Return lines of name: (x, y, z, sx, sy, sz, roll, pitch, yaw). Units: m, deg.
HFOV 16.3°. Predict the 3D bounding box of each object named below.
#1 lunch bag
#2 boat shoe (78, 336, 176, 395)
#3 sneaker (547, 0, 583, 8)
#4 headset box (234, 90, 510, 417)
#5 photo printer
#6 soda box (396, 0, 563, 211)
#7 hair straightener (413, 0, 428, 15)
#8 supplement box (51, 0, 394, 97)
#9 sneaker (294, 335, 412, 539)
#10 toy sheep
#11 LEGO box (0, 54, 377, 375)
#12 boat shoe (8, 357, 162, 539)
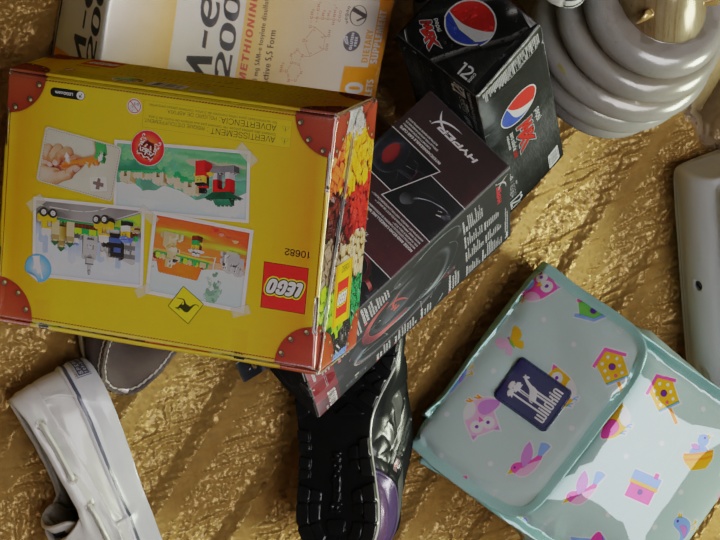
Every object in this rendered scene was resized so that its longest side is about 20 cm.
lunch bag: (0.153, 0.111, 1.754, 0.200, 0.122, 0.171, 36, 90, -17)
boat shoe: (-0.118, 0.011, 1.541, 0.072, 0.060, 0.200, 4, 133, -32)
sneaker: (0.091, -0.264, 1.577, 0.115, 0.076, 0.200, 3, 69, -3)
headset box: (0.000, 0.000, 1.577, 0.200, 0.075, 0.149, -44, 166, -8)
photo printer: (0.311, -0.001, 1.840, 0.166, 0.069, 0.200, -19, 116, -24)
soda box: (0.079, -0.110, 1.601, 0.063, 0.071, 0.200, -46, 160, -10)
hair straightener: (0.063, -0.236, 1.622, 0.077, 0.041, 0.200, -19, 110, -26)
supplement box: (-0.088, -0.122, 1.550, 0.200, 0.073, 0.126, 1, 106, -31)
sneaker: (0.000, 0.094, 1.696, 0.088, 0.076, 0.201, 4, 93, -68)
toy sheep: (0.170, -0.155, 1.651, 0.138, 0.200, 0.138, 5, 67, -12)
LEGO box: (-0.101, -0.035, 1.429, 0.077, 0.200, 0.149, -35, 132, -70)
boat shoe: (-0.170, 0.156, 1.599, 0.066, 0.072, 0.200, -24, 117, -18)
